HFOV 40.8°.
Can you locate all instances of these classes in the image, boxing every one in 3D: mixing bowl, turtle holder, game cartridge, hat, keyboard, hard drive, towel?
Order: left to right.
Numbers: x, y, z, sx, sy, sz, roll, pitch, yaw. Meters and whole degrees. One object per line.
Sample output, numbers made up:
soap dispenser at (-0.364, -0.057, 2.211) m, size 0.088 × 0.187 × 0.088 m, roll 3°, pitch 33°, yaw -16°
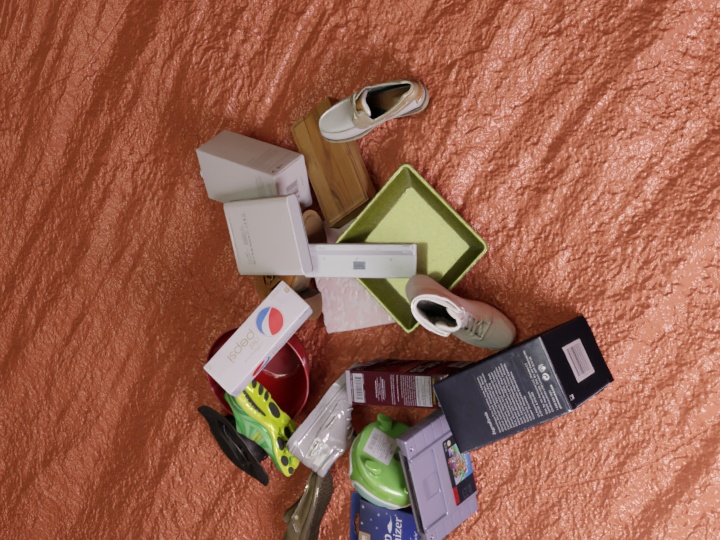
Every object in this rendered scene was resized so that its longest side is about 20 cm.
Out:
hat at (-0.218, 0.308, 1.834) m, size 0.200 × 0.081 × 0.202 m, roll 40°, pitch 156°, yaw 22°
hard drive at (-0.162, -0.059, 1.671) m, size 0.198 × 0.026 × 0.135 m, roll 0°, pitch 105°, yaw 50°
mixing bowl at (-0.171, 0.171, 1.765) m, size 0.196 × 0.109 × 0.204 m, roll 6°, pitch 113°, yaw 15°
keyboard at (-0.002, -0.016, 1.603) m, size 0.196 × 0.011 × 0.058 m, roll 1°, pitch 98°, yaw 19°
towel at (0.000, 0.000, 1.695) m, size 0.188 × 0.032 × 0.204 m, roll -12°, pitch 90°, yaw 34°
turtle holder at (0.065, 0.338, 1.654) m, size 0.132 × 0.182 × 0.143 m, roll 121°, pitch 150°, yaw -50°
game cartridge at (0.130, 0.333, 1.577) m, size 0.038 × 0.128 × 0.204 m, roll 13°, pitch 123°, yaw 52°

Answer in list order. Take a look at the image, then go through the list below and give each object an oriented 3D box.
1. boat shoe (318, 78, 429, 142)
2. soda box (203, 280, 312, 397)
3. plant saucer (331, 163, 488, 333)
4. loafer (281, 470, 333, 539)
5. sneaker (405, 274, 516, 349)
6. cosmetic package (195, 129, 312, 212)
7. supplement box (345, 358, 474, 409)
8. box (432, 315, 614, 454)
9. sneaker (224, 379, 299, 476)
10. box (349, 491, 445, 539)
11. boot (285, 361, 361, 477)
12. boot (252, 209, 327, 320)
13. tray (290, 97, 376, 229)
boat shoe at (0.012, -0.273, 1.603) m, size 0.197 × 0.068 × 0.076 m, roll -20°, pitch 77°, yaw 19°
soda box at (-0.172, 0.116, 1.639) m, size 0.068 × 0.064 × 0.200 m, roll 41°, pitch 82°, yaw 10°
plant saucer at (0.083, -0.038, 1.602) m, size 0.200 × 0.048 × 0.200 m, roll 46°, pitch 105°, yaw 11°
loafer at (-0.106, 0.451, 1.797) m, size 0.067 × 0.076 × 0.204 m, roll 23°, pitch 108°, yaw 20°
sneaker at (0.160, 0.084, 1.516) m, size 0.197 × 0.116 × 0.075 m, roll 26°, pitch 105°, yaw -7°
cosmetic package at (-0.191, -0.168, 1.730) m, size 0.198 × 0.085 × 0.109 m, roll 23°, pitch 138°, yaw 33°
supplement box at (0.084, 0.188, 1.622) m, size 0.197 × 0.108 × 0.062 m, roll -1°, pitch 96°, yaw 31°
box at (0.247, 0.171, 1.465) m, size 0.198 × 0.195 × 0.119 m, roll -29°, pitch 81°, yaw 31°
sneaker at (-0.170, 0.275, 1.719) m, size 0.083 × 0.074 × 0.202 m, roll -12°, pitch 115°, yaw 48°
box at (0.058, 0.477, 1.724) m, size 0.197 × 0.032 × 0.124 m, roll 8°, pitch 101°, yaw 32°
boot at (-0.035, 0.263, 1.696) m, size 0.095 × 0.074 × 0.201 m, roll 37°, pitch 78°, yaw 11°
boot at (-0.136, -0.019, 1.728) m, size 0.153 × 0.073 × 0.204 m, roll 18°, pitch 110°, yaw 43°
tray at (-0.048, -0.186, 1.678) m, size 0.098 × 0.037 × 0.203 m, roll -32°, pitch 72°, yaw 31°
